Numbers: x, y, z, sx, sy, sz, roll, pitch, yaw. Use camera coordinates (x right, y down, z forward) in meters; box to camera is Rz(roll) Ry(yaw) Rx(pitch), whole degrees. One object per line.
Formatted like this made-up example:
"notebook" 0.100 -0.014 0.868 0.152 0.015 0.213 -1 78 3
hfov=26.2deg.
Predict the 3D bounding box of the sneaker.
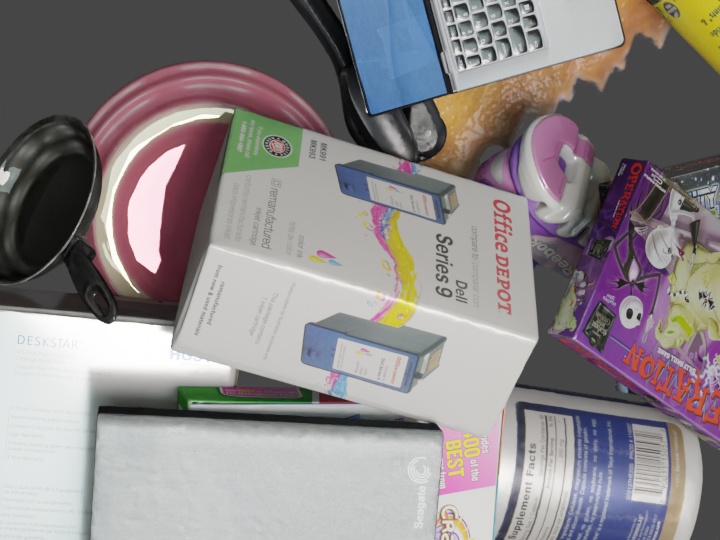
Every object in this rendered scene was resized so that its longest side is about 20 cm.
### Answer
"sneaker" 0.147 -0.023 1.048 0.200 0.088 0.081 42 50 -30

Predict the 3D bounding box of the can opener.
"can opener" -0.005 -0.157 1.008 0.063 0.079 0.202 -27 89 -11

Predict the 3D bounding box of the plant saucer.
"plant saucer" -0.100 -0.035 1.017 0.197 0.051 0.204 -1 99 -8

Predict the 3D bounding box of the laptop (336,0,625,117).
"laptop" 0.068 -0.211 0.972 0.197 0.116 0.190 -16 96 -6

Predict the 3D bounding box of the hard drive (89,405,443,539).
"hard drive" -0.055 0.153 0.887 0.197 0.033 0.142 3 97 -8

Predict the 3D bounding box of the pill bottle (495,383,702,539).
"pill bottle" 0.120 0.135 1.047 0.197 0.111 0.113 9 98 -10

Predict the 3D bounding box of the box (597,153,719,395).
"box" 0.247 -0.007 1.036 0.198 0.037 0.139 -15 104 -34

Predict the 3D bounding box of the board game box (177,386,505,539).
"board game box" -0.015 0.150 0.943 0.197 0.040 0.155 2 98 -16

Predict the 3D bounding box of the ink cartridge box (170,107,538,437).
"ink cartridge box" 0.000 0.000 0.927 0.198 0.146 0.088 18 127 -10

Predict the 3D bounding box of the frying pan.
"frying pan" -0.176 -0.036 0.952 0.031 0.189 0.116 30 80 -45

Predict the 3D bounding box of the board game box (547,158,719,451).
"board game box" 0.210 0.030 0.974 0.199 0.032 0.121 32 81 -34

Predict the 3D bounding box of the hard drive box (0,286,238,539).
"hard drive box" -0.163 0.120 0.962 0.154 0.077 0.203 6 97 -13

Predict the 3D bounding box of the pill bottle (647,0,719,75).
"pill bottle" 0.280 -0.163 1.010 0.200 0.112 0.113 43 91 -5
